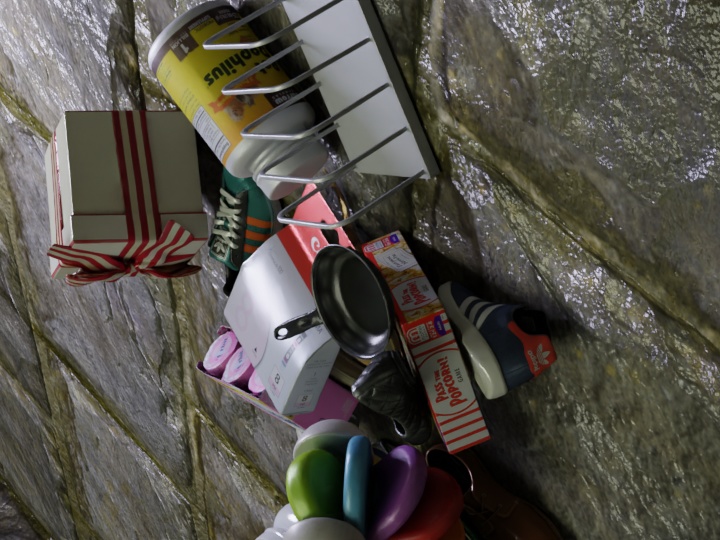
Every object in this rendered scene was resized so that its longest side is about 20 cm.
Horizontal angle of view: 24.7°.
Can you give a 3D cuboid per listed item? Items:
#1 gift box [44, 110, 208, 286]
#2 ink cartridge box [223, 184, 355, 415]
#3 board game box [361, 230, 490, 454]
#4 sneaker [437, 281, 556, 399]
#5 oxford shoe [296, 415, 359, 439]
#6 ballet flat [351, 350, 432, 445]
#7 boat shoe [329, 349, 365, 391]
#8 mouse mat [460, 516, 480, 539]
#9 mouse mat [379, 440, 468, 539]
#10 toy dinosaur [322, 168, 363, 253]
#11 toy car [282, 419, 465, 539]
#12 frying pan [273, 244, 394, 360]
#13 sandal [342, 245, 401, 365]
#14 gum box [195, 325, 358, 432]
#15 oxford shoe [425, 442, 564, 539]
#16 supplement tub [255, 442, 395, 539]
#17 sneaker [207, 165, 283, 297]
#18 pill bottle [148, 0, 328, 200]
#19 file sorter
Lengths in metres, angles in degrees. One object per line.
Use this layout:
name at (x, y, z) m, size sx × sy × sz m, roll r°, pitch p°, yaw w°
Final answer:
gift box at (-0.285, -0.081, 1.946) m, size 0.200 × 0.184 × 0.187 m, roll 136°, pitch 129°, yaw -70°
ink cartridge box at (-0.071, 0.028, 1.750) m, size 0.163 × 0.057 × 0.200 m, roll 58°, pitch 142°, yaw 37°
board game box at (0.063, 0.067, 1.628) m, size 0.200 × 0.046 × 0.152 m, roll -116°, pitch 5°, yaw -65°
sneaker at (0.132, 0.056, 1.563) m, size 0.200 × 0.084 × 0.075 m, roll -118°, pitch 6°, yaw -64°
oxford shoe at (-0.040, 0.213, 1.958) m, size 0.200 × 0.075 × 0.058 m, roll -75°, pitch -18°, yaw -78°
ballet flat at (0.031, 0.125, 1.575) m, size 0.067 × 0.057 × 0.200 m, roll 64°, pitch 180°, yaw 25°
boat shoe at (-0.048, 0.081, 1.906) m, size 0.200 × 0.065 × 0.072 m, roll 31°, pitch 172°, yaw 10°
mouse mat at (0.125, 0.291, 1.800) m, size 0.161 × 0.008 × 0.200 m, roll 51°, pitch 180°, yaw -25°
mouse mat at (0.095, 0.277, 1.826) m, size 0.200 × 0.008 × 0.161 m, roll 49°, pitch 179°, yaw 22°
toy dinosaur at (0.000, 0.000, 1.749) m, size 0.106 × 0.060 × 0.200 m, roll 122°, pitch 135°, yaw -63°
toy car at (0.022, 0.237, 1.646) m, size 0.200 × 0.175 × 0.150 m, roll 37°, pitch 128°, yaw -27°
frying pan at (-0.017, 0.049, 1.575) m, size 0.115 × 0.031 × 0.190 m, roll 53°, pitch 144°, yaw 19°
sandal at (0.008, 0.068, 1.636) m, size 0.080 × 0.054 × 0.200 m, roll -114°, pitch 5°, yaw -52°
gum box at (-0.101, 0.131, 1.930) m, size 0.113 × 0.066 × 0.200 m, roll 35°, pitch 171°, yaw -27°
oxford shoe at (0.139, 0.260, 1.753) m, size 0.200 × 0.071 × 0.071 m, roll 42°, pitch -170°, yaw 27°
supplement tub at (-0.013, 0.314, 1.964) m, size 0.144 × 0.200 × 0.145 m, roll 41°, pitch 151°, yaw 29°
sneaker at (-0.138, -0.047, 1.904) m, size 0.071 × 0.080 × 0.200 m, roll 36°, pitch 148°, yaw 40°
pill bottle at (-0.122, -0.173, 1.695) m, size 0.200 × 0.109 × 0.109 m, roll 52°, pitch 155°, yaw 10°
file sorter at (-0.043, -0.156, 1.555) m, size 0.139 × 0.124 × 0.200 m, roll 10°, pitch 128°, yaw 57°
